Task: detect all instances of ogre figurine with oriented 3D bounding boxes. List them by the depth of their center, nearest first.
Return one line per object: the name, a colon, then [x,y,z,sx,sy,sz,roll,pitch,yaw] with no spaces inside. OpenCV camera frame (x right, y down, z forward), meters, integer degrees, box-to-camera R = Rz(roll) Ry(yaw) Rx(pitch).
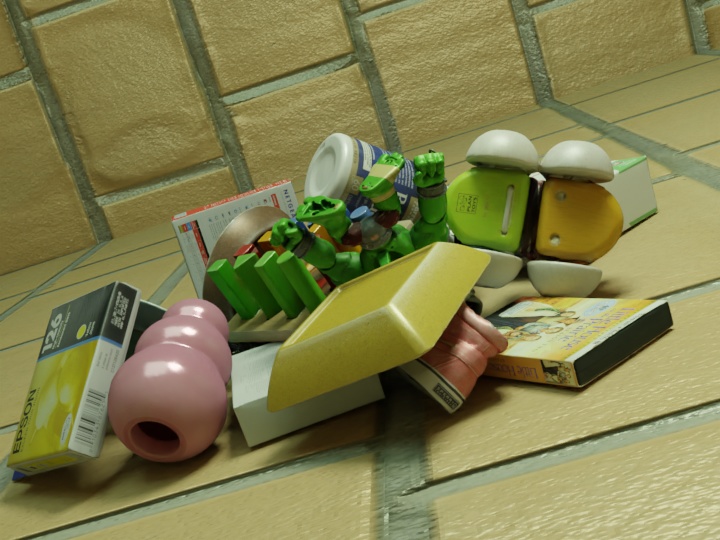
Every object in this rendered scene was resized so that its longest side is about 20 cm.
ogre figurine: [0.013,-0.043,1.057,0.200,0.120,0.098,-34,32,-4]

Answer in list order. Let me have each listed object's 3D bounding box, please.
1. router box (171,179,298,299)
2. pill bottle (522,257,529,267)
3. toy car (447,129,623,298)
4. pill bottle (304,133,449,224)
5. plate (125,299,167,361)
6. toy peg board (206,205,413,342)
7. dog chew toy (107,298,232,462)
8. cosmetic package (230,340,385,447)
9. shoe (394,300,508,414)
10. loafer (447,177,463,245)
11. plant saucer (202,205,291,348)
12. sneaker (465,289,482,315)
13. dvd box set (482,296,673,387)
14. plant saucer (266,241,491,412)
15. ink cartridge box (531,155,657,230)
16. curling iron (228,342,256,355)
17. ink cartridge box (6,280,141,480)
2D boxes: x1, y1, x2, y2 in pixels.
router box: [-0.156,-0.008,1.404,0.179,0.201,0.049,-18,12,-7]
pill bottle: [0.214,-0.059,1.297,0.111,0.111,0.200,-28,16,-38]
toy car: [0.194,-0.060,1.122,0.199,0.176,0.150,9,-2,6]
pill bottle: [0.035,-0.101,1.305,0.199,0.112,0.111,17,-4,-26]
plate: [-0.262,0.095,1.201,0.200,0.200,0.026,-8,47,38]
toy peg board: [-0.071,-0.016,1.191,0.200,0.098,0.199,-5,37,45]
dog chew toy: [-0.193,0.107,1.049,0.124,0.125,0.200,-14,35,19]
cosmetic package: [-0.065,0.117,1.080,0.150,0.052,0.200,-21,12,-4]
shoe: [0.073,0.070,0.978,0.091,0.071,0.200,-46,22,-5]
loafer: [0.124,-0.031,1.245,0.070,0.070,0.201,1,63,32]
plant saucer: [-0.129,0.014,1.305,0.034,0.201,0.200,13,29,35]
sneaker: [0.096,0.027,1.136,0.092,0.076,0.200,0,42,6]
dvd box set: [0.189,0.067,0.982,0.146,0.030,0.200,-26,14,-31]
plant saucer: [0.010,0.043,0.955,0.200,0.049,0.200,-25,14,34]
ink cartridge box: [0.295,-0.094,1.392,0.145,0.088,0.200,-27,16,-38]
curling iron: [-0.215,0.128,1.290,0.199,0.026,0.050,-16,49,27]
ink cartridge box: [-0.336,0.126,1.097,0.200,0.047,0.198,-19,53,40]
